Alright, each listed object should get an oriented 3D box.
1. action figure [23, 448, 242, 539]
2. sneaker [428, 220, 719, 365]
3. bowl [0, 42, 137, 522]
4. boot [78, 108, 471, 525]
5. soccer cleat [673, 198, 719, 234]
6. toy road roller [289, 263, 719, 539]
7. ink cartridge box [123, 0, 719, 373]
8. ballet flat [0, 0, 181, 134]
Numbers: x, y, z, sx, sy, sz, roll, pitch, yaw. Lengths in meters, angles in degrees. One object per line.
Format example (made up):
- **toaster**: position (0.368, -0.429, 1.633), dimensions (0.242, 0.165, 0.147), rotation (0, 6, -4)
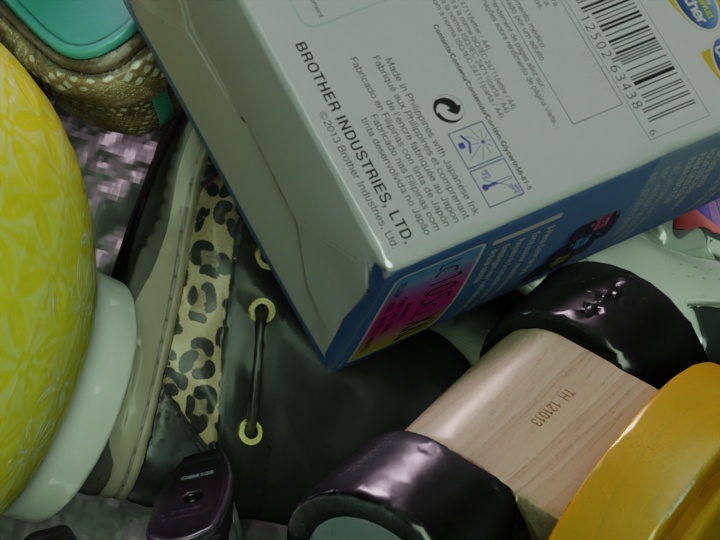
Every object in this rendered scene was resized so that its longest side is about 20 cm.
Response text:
- **action figure**: position (-0.041, 0.163, 0.778), dimensions (0.130, 0.069, 0.201), rotation (-19, 113, -4)
- **sneaker**: position (0.090, 0.030, 0.776), dimensions (0.200, 0.074, 0.089), rotation (25, 53, -9)
- **bowl**: position (-0.132, 0.021, 0.757), dimensions (0.107, 0.200, 0.201), rotation (22, 78, -25)
- **boot**: position (0.000, 0.000, 0.827), dimensions (0.150, 0.073, 0.201), rotation (21, 70, -10)
- **soccer cleat**: position (0.116, -0.033, 0.855), dimensions (0.200, 0.067, 0.076), rotation (43, 73, 3)
- **toy road roller**: position (0.066, 0.113, 0.667), dimensions (0.146, 0.200, 0.123), rotation (29, 45, 23)
- **ink cartridge box**: position (0.051, -0.076, 0.726), dimensions (0.200, 0.076, 0.137), rotation (-23, 76, -22)
- **ballet flat**: position (-0.119, -0.110, 0.823), dimensions (0.070, 0.065, 0.200), rotation (-34, 57, -7)
